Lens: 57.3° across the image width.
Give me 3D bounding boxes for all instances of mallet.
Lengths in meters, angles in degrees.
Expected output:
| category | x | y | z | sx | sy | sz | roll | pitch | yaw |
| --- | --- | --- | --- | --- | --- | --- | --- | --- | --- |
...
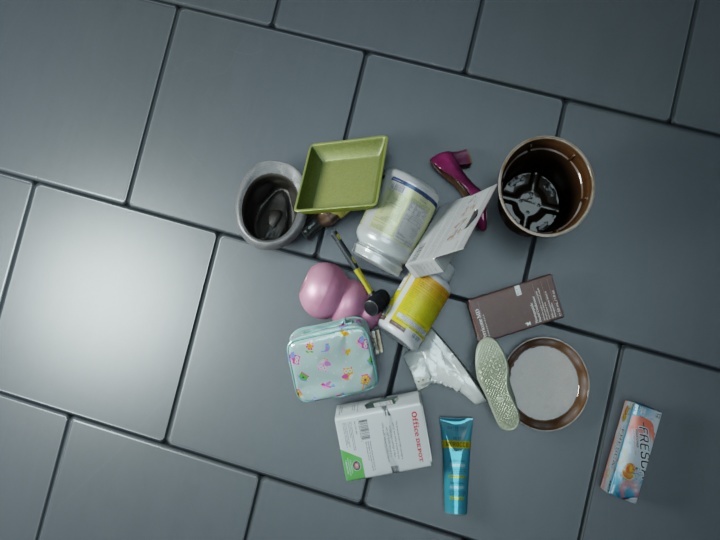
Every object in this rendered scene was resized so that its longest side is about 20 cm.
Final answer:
| category | x | y | z | sx | sy | sz | roll | pitch | yaw |
| --- | --- | --- | --- | --- | --- | --- | --- | --- | --- |
| mallet | 0.000 | 0.000 | 1.444 | 0.041 | 0.065 | 0.204 | -31 | 85 | 37 |

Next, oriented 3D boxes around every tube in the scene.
| category | x | y | z | sx | sy | sz | roll | pitch | yaw |
| --- | --- | --- | --- | --- | --- | --- | --- | --- | --- |
| tube | 0.214 | 0.435 | 1.473 | 0.075 | 0.050 | 0.207 | 2 | 80 | -3 |

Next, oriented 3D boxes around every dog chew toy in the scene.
| category | x | y | z | sx | sy | sz | roll | pitch | yaw |
| --- | --- | --- | --- | --- | --- | --- | --- | --- | --- |
| dog chew toy | -0.038 | 0.068 | 1.484 | 0.196 | 0.124 | 0.127 | 27 | 88 | -7 |

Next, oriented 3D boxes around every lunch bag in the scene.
| category | x | y | z | sx | sy | sz | roll | pitch | yaw |
| --- | --- | --- | --- | --- | --- | --- | --- | --- | --- |
| lunch bag | -0.057 | 0.189 | 1.436 | 0.193 | 0.077 | 0.166 | -12 | 101 | 4 |

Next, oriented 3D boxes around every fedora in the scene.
| category | x | y | z | sx | sy | sz | roll | pitch | yaw |
| --- | --- | --- | --- | --- | --- | --- | --- | --- | --- |
| fedora | -0.200 | -0.140 | 1.525 | 0.170 | 0.090 | 0.207 | 5 | 79 | 4 |

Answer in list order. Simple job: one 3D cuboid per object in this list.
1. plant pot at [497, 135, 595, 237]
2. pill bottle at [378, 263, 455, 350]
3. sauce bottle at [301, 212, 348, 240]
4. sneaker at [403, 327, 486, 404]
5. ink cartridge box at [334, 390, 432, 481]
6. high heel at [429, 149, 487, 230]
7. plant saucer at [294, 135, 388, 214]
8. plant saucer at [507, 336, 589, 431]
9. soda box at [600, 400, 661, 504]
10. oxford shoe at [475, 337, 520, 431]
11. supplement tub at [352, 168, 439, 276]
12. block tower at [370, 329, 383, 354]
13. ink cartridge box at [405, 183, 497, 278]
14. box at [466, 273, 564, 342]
| category | x | y | z | sx | sy | sz | roll | pitch | yaw |
| --- | --- | --- | --- | --- | --- | --- | --- | --- | --- |
| plant pot | 0.384 | -0.162 | 1.426 | 0.193 | 0.198 | 0.208 | 0 | 85 | 5 |
| pill bottle | 0.131 | 0.065 | 1.468 | 0.108 | 0.109 | 0.203 | 32 | 82 | 6 |
| sauce bottle | -0.058 | -0.149 | 1.528 | 0.199 | 0.065 | 0.065 | -42 | 84 | 0 |
| sneaker | 0.183 | 0.243 | 1.479 | 0.115 | 0.074 | 0.201 | -41 | 77 | 5 |
| ink cartridge box | 0.052 | 0.364 | 1.456 | 0.193 | 0.084 | 0.151 | -10 | 99 | 3 |
| high heel | 0.225 | -0.178 | 1.505 | 0.093 | 0.068 | 0.206 | -13 | 70 | -6 |
| plant saucer | -0.035 | -0.203 | 1.470 | 0.193 | 0.048 | 0.205 | -3 | 55 | 19 |
| plant saucer | 0.410 | 0.253 | 1.474 | 0.193 | 0.034 | 0.208 | 0 | 85 | 5 |
| soda box | 0.586 | 0.391 | 1.429 | 0.062 | 0.068 | 0.206 | 17 | 86 | 6 |
| oxford shoe | 0.297 | 0.246 | 1.438 | 0.073 | 0.058 | 0.206 | -18 | 89 | 9 |
| supplement tub | 0.076 | -0.106 | 1.473 | 0.142 | 0.145 | 0.205 | 27 | 88 | 6 |
| block tower | -0.047 | 0.179 | 1.506 | 0.193 | 0.058 | 0.056 | -11 | 85 | 2 |
| ink cartridge box | 0.203 | -0.081 | 1.397 | 0.045 | 0.174 | 0.202 | 47 | 56 | -21 |
| box | 0.344 | 0.085 | 1.474 | 0.194 | 0.075 | 0.103 | -19 | 85 | 5 |
